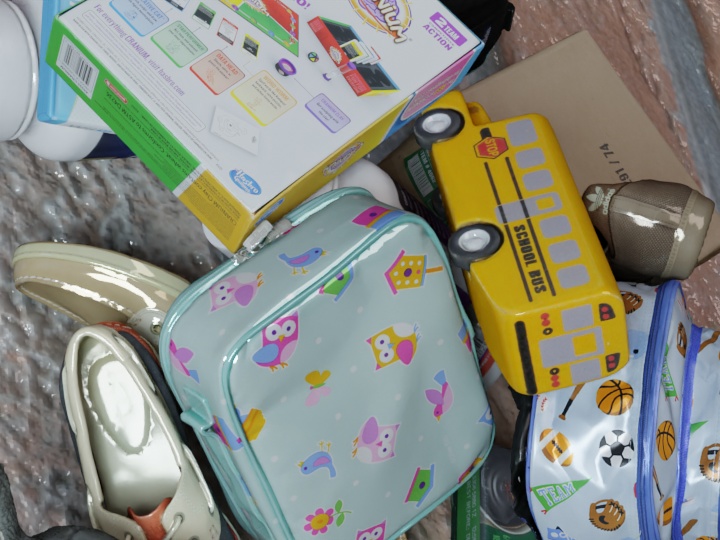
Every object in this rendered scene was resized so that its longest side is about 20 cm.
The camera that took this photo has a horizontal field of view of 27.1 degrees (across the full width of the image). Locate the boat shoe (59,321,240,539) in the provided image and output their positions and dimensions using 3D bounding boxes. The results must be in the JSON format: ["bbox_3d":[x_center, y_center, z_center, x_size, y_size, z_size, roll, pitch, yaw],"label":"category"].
[{"bbox_3d":[-0.111,0.123,0.797,0.071,0.063,0.201,-19,83,-1],"label":"boat shoe"}]

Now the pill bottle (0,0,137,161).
[{"bbox_3d":[-0.152,-0.124,0.914,0.200,0.111,0.111,-7,68,-39],"label":"pill bottle"}]

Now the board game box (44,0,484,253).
[{"bbox_3d":[-0.049,-0.122,0.831,0.153,0.040,0.200,46,56,8],"label":"board game box"}]

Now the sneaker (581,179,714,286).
[{"bbox_3d":[0.167,-0.023,0.926,0.075,0.200,0.071,21,81,6],"label":"sneaker"}]

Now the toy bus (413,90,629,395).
[{"bbox_3d":[0.084,-0.025,0.834,0.078,0.065,0.200,-15,42,2],"label":"toy bus"}]

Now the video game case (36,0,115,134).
[{"bbox_3d":[-0.093,-0.144,0.879,0.200,0.018,0.144,6,84,-39],"label":"video game case"}]

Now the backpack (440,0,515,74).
[{"bbox_3d":[0.019,-0.207,1.053,0.153,0.176,0.200,38,44,11],"label":"backpack"}]

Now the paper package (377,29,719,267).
[{"bbox_3d":[0.146,-0.051,1.099,0.190,0.103,0.200,-30,84,-44],"label":"paper package"}]

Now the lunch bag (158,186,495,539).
[{"bbox_3d":[-0.018,0.062,0.804,0.160,0.077,0.200,-35,129,-19],"label":"lunch bag"}]

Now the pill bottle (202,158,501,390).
[{"bbox_3d":[0.000,0.000,0.913,0.200,0.111,0.112,39,43,-38],"label":"pill bottle"}]

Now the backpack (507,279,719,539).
[{"bbox_3d":[0.157,0.097,0.873,0.191,0.154,0.201,51,38,-54],"label":"backpack"}]

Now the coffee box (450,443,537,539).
[{"bbox_3d":[0.150,0.198,0.986,0.200,0.044,0.123,23,52,-24],"label":"coffee box"}]

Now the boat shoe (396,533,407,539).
[{"bbox_3d":[-0.008,0.212,0.845,0.073,0.063,0.200,34,48,-15],"label":"boat shoe"}]

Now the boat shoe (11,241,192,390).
[{"bbox_3d":[-0.113,0.043,0.869,0.199,0.072,0.065,24,72,-14],"label":"boat shoe"}]

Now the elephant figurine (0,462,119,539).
[{"bbox_3d":[-0.123,0.186,0.720,0.141,0.155,0.201,-4,73,-14],"label":"elephant figurine"}]
